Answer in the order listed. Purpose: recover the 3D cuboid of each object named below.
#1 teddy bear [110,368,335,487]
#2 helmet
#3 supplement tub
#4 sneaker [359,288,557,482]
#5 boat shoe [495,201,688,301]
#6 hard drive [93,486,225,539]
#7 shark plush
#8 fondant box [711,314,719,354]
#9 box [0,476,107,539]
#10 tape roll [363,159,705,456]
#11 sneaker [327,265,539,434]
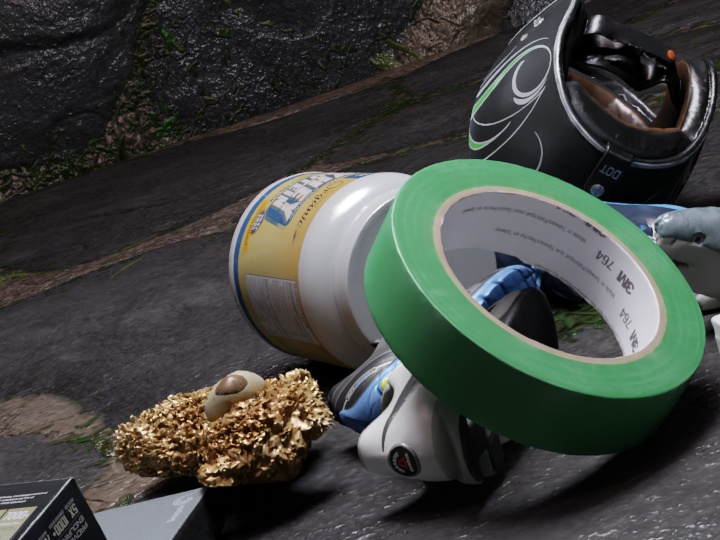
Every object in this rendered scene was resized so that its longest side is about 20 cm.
[{"bbox_3d":[-0.089,0.096,1.166,0.143,0.068,0.200,-5,1,-2],"label":"teddy bear"},{"bbox_3d":[0.178,-0.110,1.445,0.199,0.201,0.191,-25,-11,-30],"label":"helmet"},{"bbox_3d":[0.000,0.000,1.333,0.144,0.146,0.199,-24,13,-24],"label":"supplement tub"},{"bbox_3d":[0.060,0.066,1.093,0.088,0.075,0.200,-9,15,29],"label":"sneaker"},{"bbox_3d":[0.159,-0.017,1.329,0.199,0.085,0.069,-11,17,41],"label":"boat shoe"},{"bbox_3d":[-0.190,0.187,1.064,0.198,0.033,0.140,-15,13,16],"label":"hard drive"},{"bbox_3d":[0.292,-0.028,1.167,0.198,0.084,0.091,-18,12,3],"label":"shark plush"},{"bbox_3d":[0.306,0.031,0.955,0.198,0.059,0.144,-19,12,-5],"label":"fondant box"},{"bbox_3d":[-0.241,0.194,0.910,0.198,0.087,0.164,-10,27,32],"label":"box"},{"bbox_3d":[0.101,0.017,1.039,0.198,0.048,0.201,17,36,-13],"label":"tape roll"},{"bbox_3d":[0.054,0.050,1.209,0.082,0.071,0.199,4,28,46],"label":"sneaker"}]
